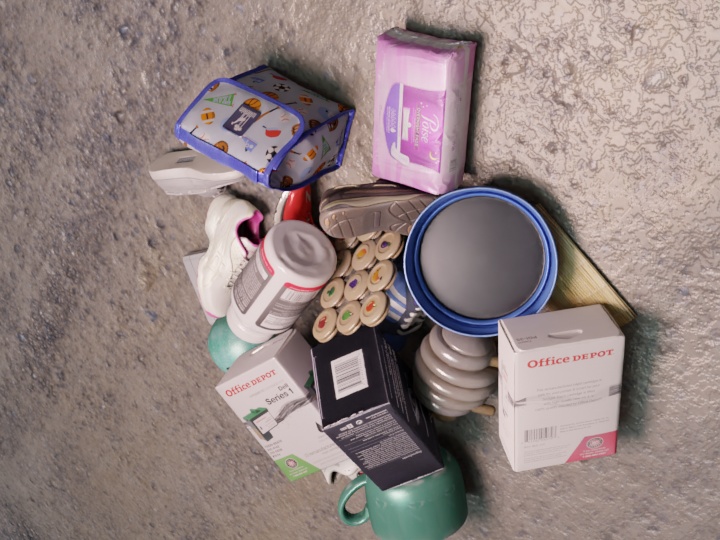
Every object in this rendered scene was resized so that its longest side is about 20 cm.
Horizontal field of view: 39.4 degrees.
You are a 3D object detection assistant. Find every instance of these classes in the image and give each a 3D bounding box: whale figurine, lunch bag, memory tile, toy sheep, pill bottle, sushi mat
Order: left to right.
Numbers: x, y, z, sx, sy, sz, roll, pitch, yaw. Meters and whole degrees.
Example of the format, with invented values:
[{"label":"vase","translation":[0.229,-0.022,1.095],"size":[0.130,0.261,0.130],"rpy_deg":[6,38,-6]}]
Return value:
[{"label":"whale figurine","translation":[-0.190,0.154,1.673],"size":[0.159,0.104,0.200],"rpy_deg":[16,136,14]},{"label":"lunch bag","translation":[-0.133,-0.193,1.395],"size":[0.170,0.200,0.124],"rpy_deg":[29,127,21]},{"label":"pill bottle","translation":[-0.125,0.024,1.485],"size":[0.111,0.111,0.200],"rpy_deg":[46,134,6]},{"label":"memory tile","translation":[0.000,0.000,1.420],"size":[0.017,0.200,0.153],"rpy_deg":[33,145,-32]},{"label":"toy sheep","translation":[0.141,0.135,1.424],"size":[0.138,0.138,0.200],"rpy_deg":[28,121,21]},{"label":"sushi mat","translation":[0.269,0.011,1.339],"size":[0.200,0.012,0.096],"rpy_deg":[50,131,3]}]

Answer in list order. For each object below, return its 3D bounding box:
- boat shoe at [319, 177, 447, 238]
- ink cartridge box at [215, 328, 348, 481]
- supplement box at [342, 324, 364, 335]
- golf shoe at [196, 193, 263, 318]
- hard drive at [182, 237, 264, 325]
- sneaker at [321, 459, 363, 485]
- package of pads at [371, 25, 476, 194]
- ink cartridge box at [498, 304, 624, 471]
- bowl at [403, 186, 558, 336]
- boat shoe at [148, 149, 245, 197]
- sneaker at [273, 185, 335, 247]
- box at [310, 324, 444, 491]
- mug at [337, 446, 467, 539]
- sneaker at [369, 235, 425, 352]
[{"label":"boat shoe","translation":[0.041,-0.095,1.364],"size":[0.075,0.200,0.073],"rpy_deg":[102,162,-48]},{"label":"ink cartridge box","translation":[-0.104,0.208,1.543],"size":[0.146,0.084,0.200],"rpy_deg":[-30,104,35]},{"label":"supplement box","translation":[-0.031,0.176,1.609],"size":[0.109,0.061,0.200],"rpy_deg":[49,132,1]},{"label":"golf shoe","translation":[-0.204,-0.017,1.586],"size":[0.091,0.075,0.200],"rpy_deg":[14,103,33]},{"label":"hard drive","translation":[-0.199,0.021,1.670],"size":[0.200,0.027,0.132],"rpy_deg":[-9,108,38]},{"label":"sneaker","translation":[0.006,0.288,1.615],"size":[0.200,0.074,0.089],"rpy_deg":[-37,62,42]},{"label":"package of pads","translation":[0.081,-0.210,1.316],"size":[0.120,0.076,0.200],"rpy_deg":[20,123,29]},{"label":"ink cartridge box","translation":[0.260,0.154,1.319],"size":[0.146,0.083,0.200],"rpy_deg":[-8,121,-6]},{"label":"bowl","translation":[0.158,-0.013,1.322],"size":[0.201,0.039,0.201],"rpy_deg":[2,102,10]},{"label":"boat shoe","translation":[-0.249,-0.148,1.595],"size":[0.200,0.072,0.069],"rpy_deg":[-3,133,30]},{"label":"sneaker","translation":[-0.077,-0.056,1.521],"size":[0.085,0.077,0.200],"rpy_deg":[18,133,21]},{"label":"box","translation":[0.025,0.197,1.432],"size":[0.104,0.148,0.200],"rpy_deg":[-24,134,13]},{"label":"mug","translation":[0.070,0.338,1.542],"size":[0.152,0.185,0.114],"rpy_deg":[20,125,55]},{"label":"sneaker","translation":[0.091,0.048,1.438],"size":[0.146,0.081,0.200],"rpy_deg":[19,117,34]}]
